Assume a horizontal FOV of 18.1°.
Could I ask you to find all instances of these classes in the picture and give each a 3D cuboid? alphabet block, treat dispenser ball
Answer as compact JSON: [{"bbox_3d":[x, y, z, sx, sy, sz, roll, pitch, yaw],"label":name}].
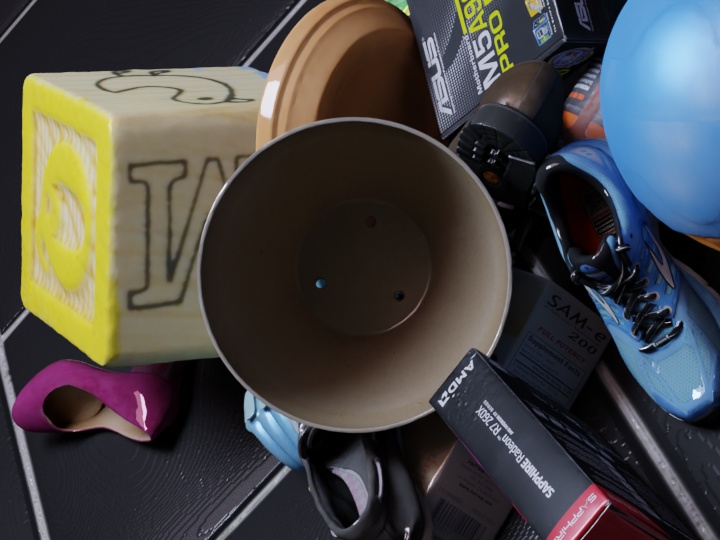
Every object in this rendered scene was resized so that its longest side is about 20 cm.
[{"bbox_3d":[-0.139,-0.047,1.751,0.195,0.200,0.197,24,116,58],"label":"alphabet block"},{"bbox_3d":[0.245,-0.107,1.359,0.201,0.201,0.201,-34,38,31],"label":"treat dispenser ball"}]

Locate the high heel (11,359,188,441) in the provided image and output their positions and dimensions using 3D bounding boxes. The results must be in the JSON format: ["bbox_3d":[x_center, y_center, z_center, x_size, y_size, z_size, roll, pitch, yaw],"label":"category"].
[{"bbox_3d":[-0.233,0.122,1.906,0.200,0.067,0.096,-24,33,36],"label":"high heel"}]

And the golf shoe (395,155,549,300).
[{"bbox_3d":[0.085,-0.032,1.642,0.200,0.078,0.095,-50,12,9],"label":"golf shoe"}]

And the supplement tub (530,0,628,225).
[{"bbox_3d":[0.195,-0.108,1.513,0.200,0.107,0.107,-57,32,0],"label":"supplement tub"}]

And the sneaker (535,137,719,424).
[{"bbox_3d":[0.163,0.010,1.411,0.078,0.090,0.200,-37,73,27],"label":"sneaker"}]

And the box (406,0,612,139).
[{"bbox_3d":[0.090,-0.213,1.560,0.160,0.044,0.200,-35,63,53],"label":"box"}]

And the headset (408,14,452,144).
[{"bbox_3d":[0.031,-0.107,1.745,0.123,0.094,0.200,-20,62,43],"label":"headset"}]

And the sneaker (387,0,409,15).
[{"bbox_3d":[0.068,-0.236,1.833,0.200,0.074,0.084,-43,38,20],"label":"sneaker"}]

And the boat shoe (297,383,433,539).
[{"bbox_3d":[-0.008,0.121,1.483,0.067,0.057,0.200,-49,34,13],"label":"boat shoe"}]

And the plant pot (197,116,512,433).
[{"bbox_3d":[0.000,0.000,1.489,0.200,0.200,0.134,-53,-1,4],"label":"plant pot"}]

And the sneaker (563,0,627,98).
[{"bbox_3d":[0.121,-0.213,1.627,0.130,0.079,0.200,-6,99,43],"label":"sneaker"}]

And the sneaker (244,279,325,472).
[{"bbox_3d":[-0.044,0.055,1.669,0.130,0.079,0.200,-29,62,40],"label":"sneaker"}]

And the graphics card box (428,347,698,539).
[{"bbox_3d":[0.132,0.133,1.360,0.051,0.125,0.200,-52,33,8],"label":"graphics card box"}]

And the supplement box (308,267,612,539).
[{"bbox_3d":[0.067,0.094,1.531,0.126,0.073,0.200,20,77,57],"label":"supplement box"}]

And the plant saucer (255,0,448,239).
[{"bbox_3d":[0.003,-0.096,1.606,0.037,0.200,0.200,9,67,37],"label":"plant saucer"}]

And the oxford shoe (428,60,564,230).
[{"bbox_3d":[0.098,-0.082,1.502,0.085,0.073,0.200,-58,3,-21],"label":"oxford shoe"}]
